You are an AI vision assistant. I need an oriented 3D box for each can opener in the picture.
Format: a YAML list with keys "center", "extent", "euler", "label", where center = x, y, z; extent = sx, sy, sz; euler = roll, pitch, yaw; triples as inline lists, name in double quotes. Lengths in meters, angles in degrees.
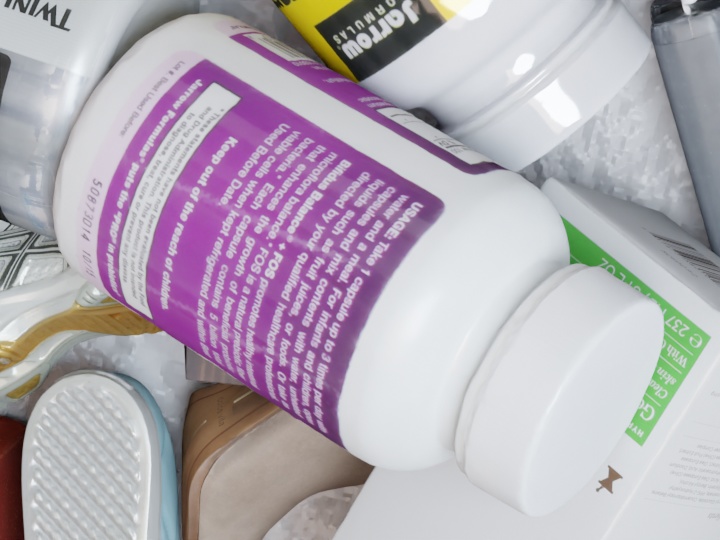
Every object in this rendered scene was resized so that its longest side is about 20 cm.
- center: [0.137, -0.089, 0.863]
  extent: [0.066, 0.053, 0.200]
  euler: [-9, 109, 13]
  label: "can opener"

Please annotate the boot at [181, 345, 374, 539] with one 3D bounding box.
- center: [0.000, 0.064, 0.944]
  extent: [0.146, 0.070, 0.200]
  euler: [0, 134, -6]
  label: "boot"

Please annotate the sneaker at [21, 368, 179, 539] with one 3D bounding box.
- center: [-0.104, 0.140, 0.953]
  extent: [0.074, 0.082, 0.200]
  euler: [9, 92, 11]
  label: "sneaker"

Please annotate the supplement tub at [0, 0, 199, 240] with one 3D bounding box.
- center: [-0.171, -0.096, 0.873]
  extent: [0.200, 0.123, 0.123]
  euler: [19, 114, 12]
  label: "supplement tub"

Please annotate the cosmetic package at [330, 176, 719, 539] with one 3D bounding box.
- center: [0.075, 0.081, 0.861]
  extent: [0.108, 0.085, 0.200]
  euler: [40, 107, 37]
  label: "cosmetic package"

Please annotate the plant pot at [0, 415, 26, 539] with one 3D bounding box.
- center: [-0.232, 0.144, 0.957]
  extent: [0.199, 0.200, 0.177]
  euler: [14, 102, 5]
  label: "plant pot"

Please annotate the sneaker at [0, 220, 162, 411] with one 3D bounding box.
- center: [-0.117, -0.013, 0.930]
  extent: [0.200, 0.076, 0.088]
  euler: [-24, 68, 0]
  label: "sneaker"

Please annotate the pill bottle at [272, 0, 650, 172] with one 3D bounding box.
- center: [0.011, -0.132, 0.837]
  extent: [0.112, 0.112, 0.200]
  euler: [-37, 101, 21]
  label: "pill bottle"

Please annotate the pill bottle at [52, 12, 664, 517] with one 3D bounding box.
- center: [0.000, 0.000, 0.799]
  extent: [0.200, 0.112, 0.112]
  euler: [32, 116, 25]
  label: "pill bottle"
